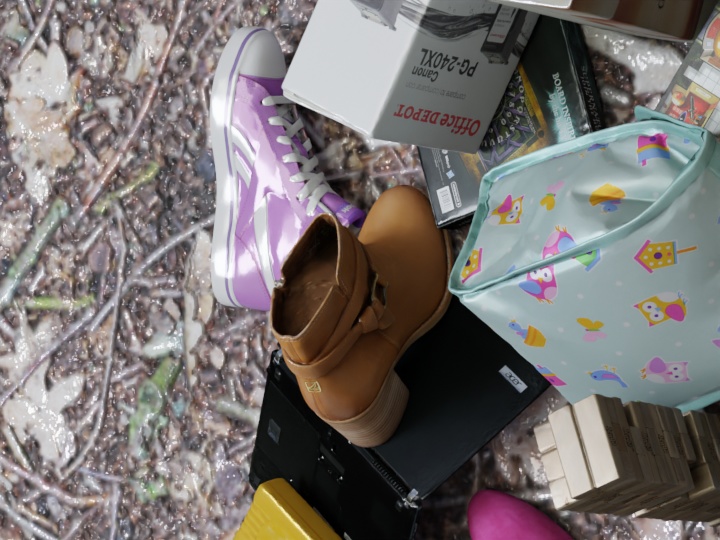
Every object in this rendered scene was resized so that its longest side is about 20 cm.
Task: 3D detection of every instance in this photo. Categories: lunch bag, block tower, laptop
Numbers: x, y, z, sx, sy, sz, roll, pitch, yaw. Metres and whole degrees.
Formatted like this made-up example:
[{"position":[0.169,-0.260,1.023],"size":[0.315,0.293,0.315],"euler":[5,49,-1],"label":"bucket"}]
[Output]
[{"position":[0.183,-0.004,1.434],"size":[0.200,0.170,0.122],"euler":[-23,36,40],"label":"lunch bag"},{"position":[0.180,0.116,1.438],"size":[0.054,0.200,0.058],"euler":[-27,66,31],"label":"block tower"},{"position":[0.021,0.114,1.641],"size":[0.177,0.103,0.201],"euler":[45,137,37],"label":"laptop"}]

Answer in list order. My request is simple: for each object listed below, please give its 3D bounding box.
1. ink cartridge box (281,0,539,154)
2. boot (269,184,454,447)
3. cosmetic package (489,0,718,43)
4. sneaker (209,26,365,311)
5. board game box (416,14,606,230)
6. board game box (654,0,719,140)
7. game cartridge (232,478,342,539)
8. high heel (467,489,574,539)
[{"position":[0.051,-0.182,1.531],"size":[0.083,0.145,0.201],"euler":[30,104,29],"label":"ink cartridge box"},{"position":[0.000,0.000,1.557],"size":[0.073,0.155,0.201],"euler":[-3,59,22],"label":"boot"},{"position":[0.150,-0.203,1.468],"size":[0.087,0.200,0.104],"euler":[14,97,32],"label":"cosmetic package"},{"position":[-0.043,-0.071,1.674],"size":[0.114,0.073,0.202],"euler":[4,99,31],"label":"sneaker"},{"position":[0.088,-0.143,1.609],"size":[0.135,0.028,0.201],"euler":[-21,76,31],"label":"board game box"},{"position":[0.259,-0.127,1.489],"size":[0.105,0.023,0.201],"euler":[34,107,17],"label":"board game box"},{"position":[-0.043,0.274,1.650],"size":[0.176,0.032,0.201],"euler":[44,128,27],"label":"game cartridge"},{"position":[0.113,0.225,1.537],"size":[0.067,0.096,0.200],"euler":[-41,66,26],"label":"high heel"}]
